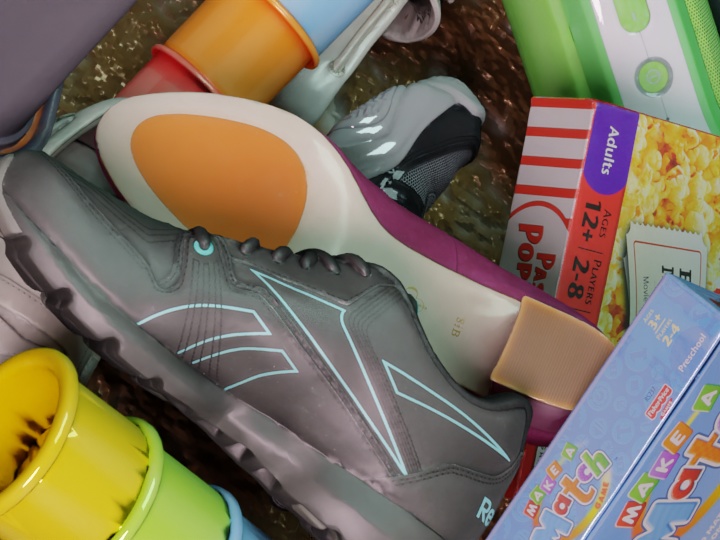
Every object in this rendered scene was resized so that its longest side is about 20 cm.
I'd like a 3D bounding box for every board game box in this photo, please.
[{"bbox_3d":[0.142,0.029,1.140,0.199,0.046,0.153,13,87,-31],"label":"board game box"},{"bbox_3d":[0.124,0.090,1.018,0.037,0.152,0.200,41,12,35],"label":"board game box"}]

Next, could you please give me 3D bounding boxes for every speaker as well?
[{"bbox_3d":[0.100,-0.106,1.183,0.088,0.088,0.201,-33,109,-47],"label":"speaker"}]

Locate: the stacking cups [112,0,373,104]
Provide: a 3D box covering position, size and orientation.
[{"bbox_3d":[-0.020,-0.109,1.085,0.060,0.060,0.200,44,77,-2],"label":"stacking cups"}]

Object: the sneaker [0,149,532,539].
[{"bbox_3d":[-0.032,0.020,0.932,0.200,0.075,0.079,40,84,-14],"label":"sneaker"}]

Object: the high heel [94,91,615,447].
[{"bbox_3d":[0.000,0.000,1.012,0.199,0.096,0.068,22,82,3],"label":"high heel"}]

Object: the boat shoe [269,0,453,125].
[{"bbox_3d":[0.012,-0.124,1.188,0.066,0.072,0.200,48,43,-5],"label":"boat shoe"}]

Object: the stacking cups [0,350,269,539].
[{"bbox_3d":[-0.043,0.100,0.937,0.200,0.060,0.061,38,41,-32],"label":"stacking cups"}]

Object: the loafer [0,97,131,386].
[{"bbox_3d":[-0.118,0.015,0.977,0.070,0.070,0.201,32,45,-15],"label":"loafer"}]

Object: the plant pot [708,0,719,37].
[{"bbox_3d":[0.208,-0.171,1.255,0.188,0.199,0.201,40,41,-26],"label":"plant pot"}]

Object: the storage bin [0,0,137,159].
[{"bbox_3d":[-0.148,-0.137,0.921,0.199,0.134,0.146,28,56,-25],"label":"storage bin"}]

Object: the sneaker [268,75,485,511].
[{"bbox_3d":[0.001,0.012,1.077,0.114,0.075,0.200,50,48,3],"label":"sneaker"}]
